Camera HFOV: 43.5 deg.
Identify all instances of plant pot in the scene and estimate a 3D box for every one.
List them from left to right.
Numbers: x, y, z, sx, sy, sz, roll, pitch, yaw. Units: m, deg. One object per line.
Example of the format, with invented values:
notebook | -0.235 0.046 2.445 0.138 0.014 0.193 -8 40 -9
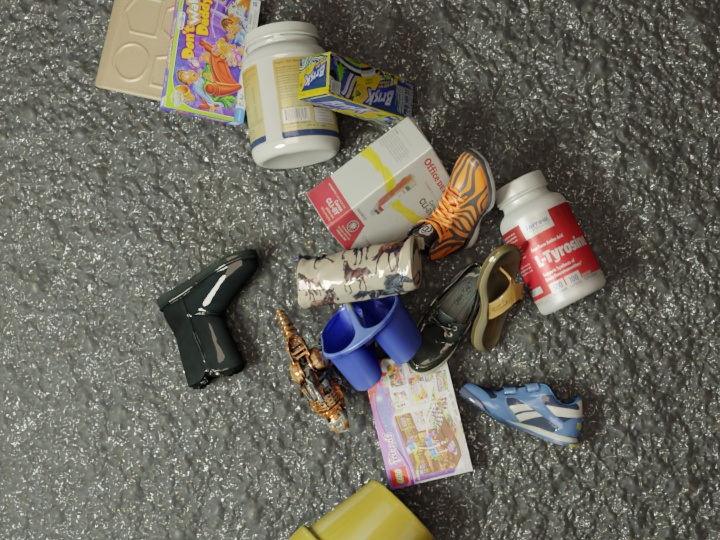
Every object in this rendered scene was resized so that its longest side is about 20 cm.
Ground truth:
plant pot | 0.002 0.428 1.357 0.200 0.201 0.189 42 77 8

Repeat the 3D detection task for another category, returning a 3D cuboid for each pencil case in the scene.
pencil case | 0.000 0.000 1.340 0.196 0.078 0.091 -10 52 17

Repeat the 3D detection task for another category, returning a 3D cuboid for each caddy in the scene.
caddy | 0.009 0.089 1.369 0.140 0.200 0.106 -35 105 5

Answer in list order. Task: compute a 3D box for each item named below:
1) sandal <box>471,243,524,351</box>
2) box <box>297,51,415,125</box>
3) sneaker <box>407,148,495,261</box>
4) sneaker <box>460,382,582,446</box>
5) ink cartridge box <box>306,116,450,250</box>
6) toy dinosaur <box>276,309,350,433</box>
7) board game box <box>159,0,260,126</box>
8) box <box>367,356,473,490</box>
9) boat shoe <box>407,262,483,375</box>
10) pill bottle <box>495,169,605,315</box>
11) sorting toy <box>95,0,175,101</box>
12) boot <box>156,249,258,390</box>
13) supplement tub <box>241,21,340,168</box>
sandal | 0.214 0.047 1.361 0.054 0.079 0.203 36 135 37
box | -0.004 -0.276 1.387 0.069 0.198 0.066 0 85 42
sneaker | 0.133 -0.083 1.351 0.111 0.202 0.078 -28 55 -28
sneaker | 0.251 0.205 1.392 0.197 0.074 0.084 20 87 1
ink cartridge box | 0.039 -0.117 1.391 0.199 0.145 0.084 -37 53 4
toy dinosaur | -0.068 0.153 1.403 0.100 0.136 0.204 -11 85 7
board game box | -0.244 -0.350 1.467 0.132 0.045 0.204 8 90 -24
box | 0.090 0.229 1.426 0.134 0.039 0.204 -14 85 6
boat shoe | 0.137 0.069 1.390 0.074 0.066 0.200 38 76 19
pill bottle | 0.283 -0.045 1.380 0.111 0.112 0.203 -27 84 5
sorting toy | -0.340 -0.382 1.525 0.196 0.036 0.189 13 88 13
boot | -0.219 0.081 1.455 0.198 0.076 0.170 -29 80 12
supplement tub | -0.112 -0.275 1.430 0.141 0.144 0.204 -8 86 7
